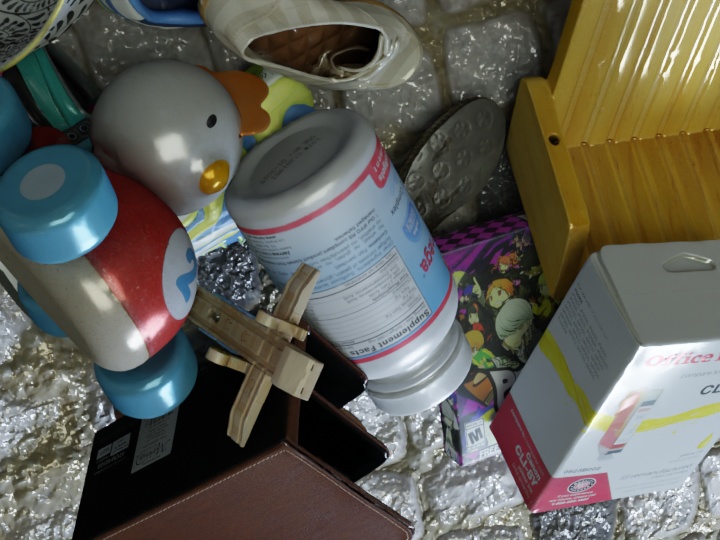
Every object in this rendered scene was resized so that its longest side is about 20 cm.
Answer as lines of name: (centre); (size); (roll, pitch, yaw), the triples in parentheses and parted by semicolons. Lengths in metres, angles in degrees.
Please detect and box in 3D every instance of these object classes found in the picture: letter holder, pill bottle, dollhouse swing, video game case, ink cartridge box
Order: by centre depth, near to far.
letter holder: (-0.072, 0.146, 0.882); (0.199, 0.101, 0.142); (-30, 127, 29)
pill bottle: (0.000, 0.000, 0.882); (0.108, 0.109, 0.201); (-33, 122, -2)
dollhouse swing: (0.230, -0.101, 0.914); (0.197, 0.176, 0.184); (-7, 67, -17)
ink cartridge box: (0.199, 0.078, 0.934); (0.143, 0.084, 0.201); (-4, 140, -24)
video game case: (0.148, 0.038, 1.012); (0.198, 0.036, 0.184); (-16, 115, -20)

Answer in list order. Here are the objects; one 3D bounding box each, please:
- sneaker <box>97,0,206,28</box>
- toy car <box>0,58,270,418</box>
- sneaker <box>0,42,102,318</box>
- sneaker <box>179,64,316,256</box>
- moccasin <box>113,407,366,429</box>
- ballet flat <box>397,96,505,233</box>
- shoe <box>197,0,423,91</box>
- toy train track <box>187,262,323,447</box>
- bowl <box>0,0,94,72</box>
sneaker: (-0.077, -0.198, 0.861); (0.197, 0.082, 0.075); (-14, 110, -11)
toy car: (-0.124, -0.055, 0.780); (0.200, 0.176, 0.185); (-41, 144, -17)
sneaker: (-0.204, -0.070, 0.875); (0.119, 0.084, 0.202); (-19, 112, 2)
sneaker: (-0.086, -0.042, 0.917); (0.105, 0.076, 0.201); (36, 96, -24)
moccasin: (-0.084, 0.118, 0.973); (0.199, 0.078, 0.074); (21, 103, -21)
ballet flat: (0.037, -0.045, 0.971); (0.067, 0.046, 0.201); (31, 94, -28)
shoe: (-0.022, -0.148, 0.868); (0.199, 0.054, 0.070); (5, 127, -48)
toy train track: (-0.083, 0.036, 0.820); (0.032, 0.199, 0.116); (24, 91, -31)
bowl: (-0.211, -0.217, 0.792); (0.094, 0.199, 0.203); (-12, 121, -59)
